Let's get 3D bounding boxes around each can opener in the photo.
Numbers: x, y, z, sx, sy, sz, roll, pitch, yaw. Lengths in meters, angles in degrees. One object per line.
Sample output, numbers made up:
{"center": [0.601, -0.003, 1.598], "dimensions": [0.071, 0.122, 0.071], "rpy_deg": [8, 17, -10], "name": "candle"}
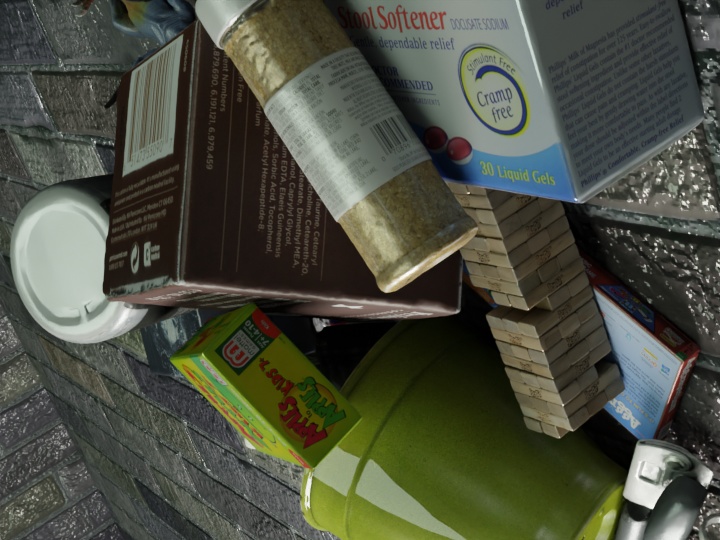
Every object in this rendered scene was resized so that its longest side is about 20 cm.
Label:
{"center": [0.202, 0.183, 0.841], "dimensions": [0.052, 0.067, 0.201], "rpy_deg": [22, 147, 18], "name": "can opener"}

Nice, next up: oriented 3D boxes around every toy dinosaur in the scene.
{"center": [-0.164, -0.228, 1.024], "dimensions": [0.181, 0.200, 0.105], "rpy_deg": [25, 136, 11], "name": "toy dinosaur"}

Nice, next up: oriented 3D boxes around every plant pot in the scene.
{"center": [0.091, 0.160, 0.900], "dimensions": [0.192, 0.200, 0.201], "rpy_deg": [31, 146, 27], "name": "plant pot"}

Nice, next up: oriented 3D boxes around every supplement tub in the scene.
{"center": [-0.169, -0.020, 0.958], "dimensions": [0.122, 0.200, 0.123], "rpy_deg": [5, 101, 26], "name": "supplement tub"}

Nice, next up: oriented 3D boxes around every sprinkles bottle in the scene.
{"center": [-0.014, -0.087, 0.684], "dimensions": [0.201, 0.068, 0.068], "rpy_deg": [56, 156, 4], "name": "sprinkles bottle"}

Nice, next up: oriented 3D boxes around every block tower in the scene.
{"center": [0.111, 0.010, 0.781], "dimensions": [0.054, 0.058, 0.201], "rpy_deg": [11, 129, 58], "name": "block tower"}

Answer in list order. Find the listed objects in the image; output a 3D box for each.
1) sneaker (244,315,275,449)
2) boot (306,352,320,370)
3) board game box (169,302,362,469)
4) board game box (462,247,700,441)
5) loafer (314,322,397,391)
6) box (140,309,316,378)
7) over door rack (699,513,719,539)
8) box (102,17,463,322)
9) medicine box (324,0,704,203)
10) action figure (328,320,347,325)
{"center": [-0.048, 0.100, 1.040], "dimensions": [0.110, 0.077, 0.201], "rpy_deg": [7, 142, 5], "name": "sneaker"}
{"center": [0.023, 0.169, 1.166], "dimensions": [0.175, 0.066, 0.201], "rpy_deg": [16, 134, 57], "name": "boot"}
{"center": [-0.072, 0.080, 0.835], "dimensions": [0.102, 0.048, 0.200], "rpy_deg": [46, 166, -7], "name": "board game box"}
{"center": [0.141, 0.025, 0.829], "dimensions": [0.200, 0.019, 0.103], "rpy_deg": [44, 150, 29], "name": "board game box"}
{"center": [-0.001, 0.082, 1.009], "dimensions": [0.200, 0.072, 0.073], "rpy_deg": [-7, -88, -80], "name": "loafer"}
{"center": [-0.149, -0.003, 1.180], "dimensions": [0.200, 0.117, 0.198], "rpy_deg": [-5, 99, 62], "name": "box"}
{"center": [0.274, 0.277, 0.790], "dimensions": [0.148, 0.066, 0.201], "rpy_deg": [91, 161, -50], "name": "over door rack"}
{"center": [-0.053, -0.056, 0.815], "dimensions": [0.166, 0.199, 0.166], "rpy_deg": [-10, 75, 63], "name": "box"}
{"center": [0.067, -0.156, 0.657], "dimensions": [0.182, 0.103, 0.201], "rpy_deg": [17, 134, 56], "name": "medicine box"}
{"center": [0.000, 0.000, 1.030], "dimensions": [0.065, 0.099, 0.200], "rpy_deg": [54, 178, 3], "name": "action figure"}
